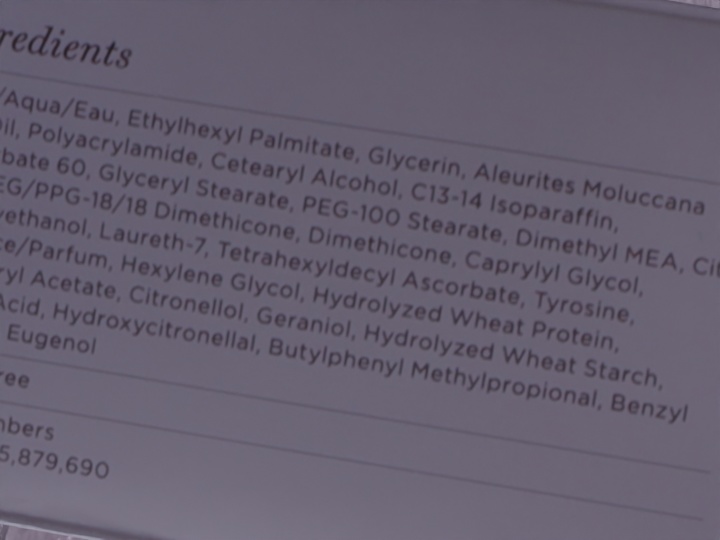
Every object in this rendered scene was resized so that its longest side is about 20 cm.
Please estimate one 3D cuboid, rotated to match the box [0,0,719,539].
[{"bbox_3d":[0.000,0.000,0.647,0.199,0.199,0.131,13,86,-84],"label":"box"}]
